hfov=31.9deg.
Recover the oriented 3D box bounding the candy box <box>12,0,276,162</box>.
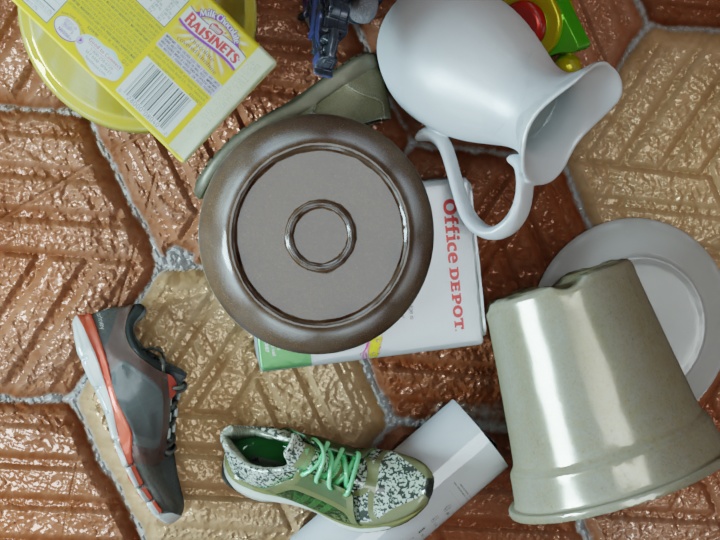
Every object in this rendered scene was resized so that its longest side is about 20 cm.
[{"bbox_3d":[-0.166,-0.183,0.906,0.200,0.026,0.102,44,85,-10],"label":"candy box"}]

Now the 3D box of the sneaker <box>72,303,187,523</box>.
[{"bbox_3d":[-0.182,0.122,1.100,0.081,0.077,0.202,-22,99,-12],"label":"sneaker"}]

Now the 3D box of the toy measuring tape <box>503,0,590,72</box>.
[{"bbox_3d":[0.137,-0.254,1.118,0.073,0.074,0.201,-26,88,-5],"label":"toy measuring tape"}]

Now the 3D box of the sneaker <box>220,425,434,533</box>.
[{"bbox_3d":[-0.037,0.171,1.078,0.198,0.089,0.078,6,67,16],"label":"sneaker"}]

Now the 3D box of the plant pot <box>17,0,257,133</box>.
[{"bbox_3d":[-0.178,-0.213,1.010,0.199,0.189,0.203,-1,95,-8],"label":"plant pot"}]

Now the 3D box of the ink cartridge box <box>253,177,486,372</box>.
[{"bbox_3d":[0.000,0.000,1.107,0.198,0.084,0.146,-7,96,-7],"label":"ink cartridge box"}]

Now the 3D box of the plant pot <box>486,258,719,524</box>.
[{"bbox_3d":[0.196,0.095,1.085,0.199,0.200,0.185,-18,89,-6],"label":"plant pot"}]

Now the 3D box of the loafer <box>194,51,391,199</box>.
[{"bbox_3d":[-0.054,-0.112,1.094,0.199,0.076,0.068,-36,93,-3],"label":"loafer"}]

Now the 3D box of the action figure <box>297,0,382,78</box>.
[{"bbox_3d":[0.014,-0.242,1.045,0.104,0.193,0.202,19,58,-31],"label":"action figure"}]

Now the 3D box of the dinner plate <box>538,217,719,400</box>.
[{"bbox_3d":[0.257,0.052,1.181,0.198,0.024,0.202,-1,96,-8],"label":"dinner plate"}]

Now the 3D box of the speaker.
[{"bbox_3d":[0.036,0.208,1.135,0.200,0.081,0.081,-40,99,-2],"label":"speaker"}]

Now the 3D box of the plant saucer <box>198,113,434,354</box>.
[{"bbox_3d":[-0.034,-0.029,1.043,0.198,0.032,0.202,0,93,-7],"label":"plant saucer"}]

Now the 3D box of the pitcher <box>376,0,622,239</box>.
[{"bbox_3d":[0.094,-0.137,1.050,0.121,0.200,0.172,15,109,-52],"label":"pitcher"}]
